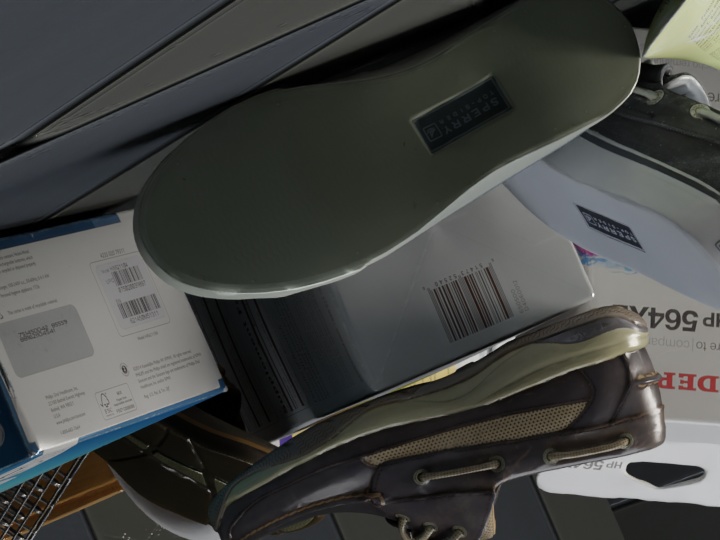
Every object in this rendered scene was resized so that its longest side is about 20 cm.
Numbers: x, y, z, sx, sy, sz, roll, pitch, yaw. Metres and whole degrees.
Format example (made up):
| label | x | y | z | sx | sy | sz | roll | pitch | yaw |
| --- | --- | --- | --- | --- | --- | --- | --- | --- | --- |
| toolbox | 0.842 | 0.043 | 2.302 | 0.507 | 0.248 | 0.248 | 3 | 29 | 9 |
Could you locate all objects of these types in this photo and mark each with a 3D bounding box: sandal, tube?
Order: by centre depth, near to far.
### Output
| label | x | y | z | sx | sy | sz | roll | pitch | yaw |
| --- | --- | --- | --- | --- | --- | --- | --- | --- | --- |
| tube | 0.145 | -0.108 | 1.054 | 0.052 | 0.058 | 0.200 | -3 | 180 | 13 |
| sandal | -0.095 | 0.057 | 1.189 | 0.082 | 0.200 | 0.055 | -35 | -150 | 55 |

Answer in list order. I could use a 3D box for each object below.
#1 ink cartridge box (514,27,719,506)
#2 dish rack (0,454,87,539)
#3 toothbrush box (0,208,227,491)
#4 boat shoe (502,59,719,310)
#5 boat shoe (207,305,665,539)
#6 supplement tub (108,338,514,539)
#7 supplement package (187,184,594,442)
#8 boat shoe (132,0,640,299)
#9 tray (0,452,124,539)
| label | x | y | z | sx | sy | sz | roll | pitch | yaw |
| --- | --- | --- | --- | --- | --- | --- | --- | --- | --- |
| ink cartridge box | 0.148 | 0.004 | 1.233 | 0.128 | 0.201 | 0.125 | 4 | 170 | -11 |
| dish rack | -0.175 | 0.105 | 1.286 | 0.200 | 0.054 | 0.153 | -58 | 171 | 6 |
| toothbrush box | -0.178 | 0.057 | 1.060 | 0.200 | 0.086 | 0.146 | -26 | 176 | 28 |
| boat shoe | 0.104 | -0.048 | 1.036 | 0.068 | 0.072 | 0.200 | -43 | -146 | -11 |
| boat shoe | 0.033 | 0.081 | 1.113 | 0.200 | 0.074 | 0.074 | -24 | 176 | 10 |
| supplement tub | -0.030 | 0.045 | 1.423 | 0.200 | 0.146 | 0.145 | -21 | 176 | -38 |
| supplement package | 0.000 | 0.000 | 1.199 | 0.113 | 0.110 | 0.200 | -22 | 177 | -21 |
| boat shoe | 0.008 | -0.039 | 0.968 | 0.200 | 0.070 | 0.072 | -25 | 174 | -20 |
| tray | -0.218 | 0.100 | 1.382 | 0.200 | 0.099 | 0.037 | -21 | 176 | -42 |
